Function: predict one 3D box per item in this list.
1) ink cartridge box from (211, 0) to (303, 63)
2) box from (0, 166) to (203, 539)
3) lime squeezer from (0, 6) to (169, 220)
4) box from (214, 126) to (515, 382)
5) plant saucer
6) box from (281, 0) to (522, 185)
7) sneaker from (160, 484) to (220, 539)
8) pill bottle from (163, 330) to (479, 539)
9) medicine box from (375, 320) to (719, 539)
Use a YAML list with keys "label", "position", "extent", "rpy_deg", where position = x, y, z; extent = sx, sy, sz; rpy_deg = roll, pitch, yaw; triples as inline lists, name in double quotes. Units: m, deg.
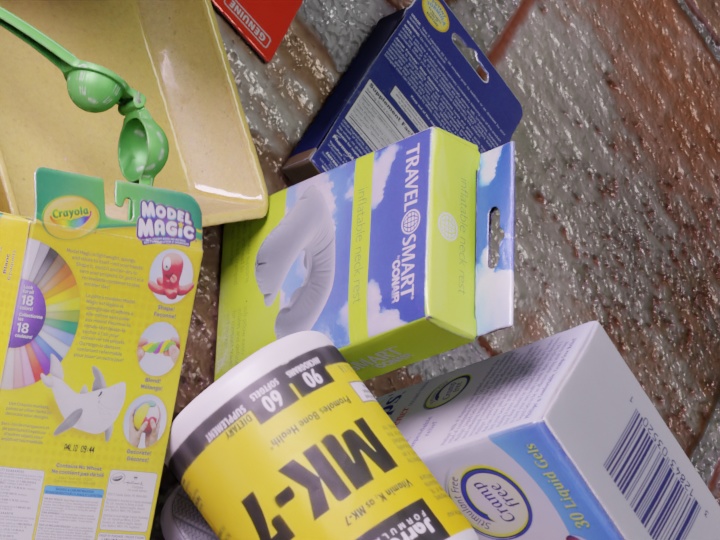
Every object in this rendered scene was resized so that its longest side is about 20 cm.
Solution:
- label: "ink cartridge box"
  position: [-0.077, -0.260, 1.597]
  extent: [0.200, 0.044, 0.174]
  rpy_deg: [47, 44, -24]
- label: "box"
  position: [-0.151, 0.049, 1.322]
  extent: [0.117, 0.048, 0.200]
  rpy_deg: [10, 93, -42]
- label: "lime squeezer"
  position: [-0.148, -0.079, 1.385]
  extent: [0.071, 0.038, 0.200]
  rpy_deg: [-31, 100, -18]
- label: "box"
  position: [0.000, 0.000, 1.450]
  extent: [0.048, 0.200, 0.122]
  rpy_deg: [24, 57, -39]
- label: "plant saucer"
  position: [-0.159, -0.109, 1.439]
  extent: [0.200, 0.048, 0.200]
  rpy_deg: [-11, 82, -50]
- label: "box"
  position: [0.032, -0.085, 1.649]
  extent: [0.121, 0.032, 0.200]
  rpy_deg: [51, 45, -20]
- label: "sneaker"
  position: [-0.038, 0.199, 1.431]
  extent: [0.200, 0.071, 0.073]
  rpy_deg: [41, 49, 0]
- label: "pill bottle"
  position: [-0.008, 0.142, 1.362]
  extent: [0.114, 0.114, 0.200]
  rpy_deg: [-22, 69, -49]
- label: "medicine box"
  position: [0.094, 0.152, 1.489]
  extent: [0.182, 0.200, 0.103]
  rpy_deg: [55, 40, -15]
